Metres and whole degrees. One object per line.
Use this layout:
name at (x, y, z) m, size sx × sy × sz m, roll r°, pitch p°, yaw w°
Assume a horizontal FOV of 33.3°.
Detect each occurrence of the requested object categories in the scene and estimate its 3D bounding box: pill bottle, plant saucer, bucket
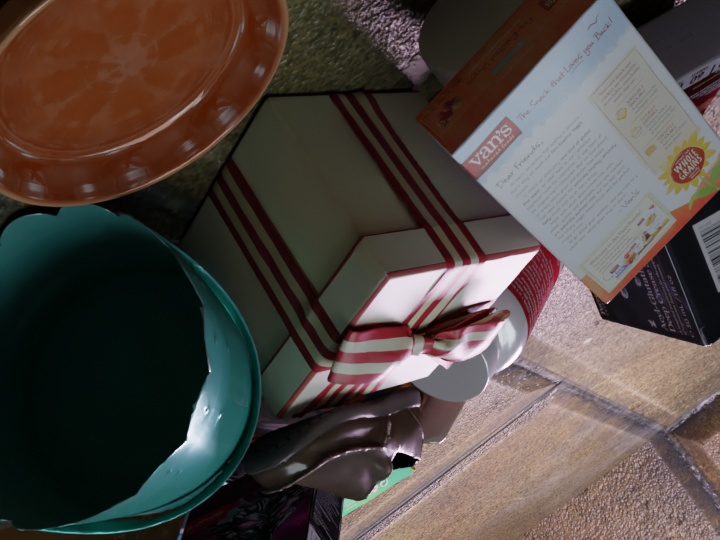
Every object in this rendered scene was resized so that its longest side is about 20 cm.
pill bottle at (0.128, -0.121, 0.869) m, size 0.111 × 0.111 × 0.200 m, roll -39°, pitch 135°, yaw 12°
plant saucer at (-0.134, -0.114, 0.683) m, size 0.200 × 0.032 × 0.201 m, roll -29°, pitch 157°, yaw -13°
pill bottle at (0.106, 0.018, 1.058) m, size 0.200 × 0.112 × 0.112 m, roll -55°, pitch 177°, yaw -45°
bucket at (-0.169, 0.071, 0.794) m, size 0.207 × 0.208 × 0.135 m, roll -36°, pitch 162°, yaw 4°

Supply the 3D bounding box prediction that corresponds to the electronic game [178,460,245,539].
electronic game at (-0.138, 0.182, 1.083) m, size 0.199 × 0.042 × 0.201 m, roll -6°, pitch 123°, yaw -10°

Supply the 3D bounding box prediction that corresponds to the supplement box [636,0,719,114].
supplement box at (0.256, -0.152, 1.065) m, size 0.108 × 0.061 × 0.200 m, roll -30°, pitch 165°, yaw -11°

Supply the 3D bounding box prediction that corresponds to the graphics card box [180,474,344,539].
graphics card box at (-0.079, 0.214, 0.900) m, size 0.125 × 0.051 × 0.200 m, roll -25°, pitch -162°, yaw 12°

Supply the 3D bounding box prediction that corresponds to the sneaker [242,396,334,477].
sneaker at (-0.093, 0.159, 1.016) m, size 0.199 × 0.078 × 0.112 m, roll 22°, pitch 105°, yaw -26°

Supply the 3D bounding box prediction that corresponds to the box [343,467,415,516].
box at (-0.033, 0.181, 1.258) m, size 0.117 × 0.200 × 0.049 m, roll -30°, pitch 113°, yaw -10°

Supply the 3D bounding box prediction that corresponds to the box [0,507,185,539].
box at (-0.246, 0.205, 0.907) m, size 0.199 × 0.125 × 0.098 m, roll 22°, pitch 134°, yaw -10°

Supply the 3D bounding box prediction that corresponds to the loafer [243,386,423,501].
loafer at (-0.006, 0.136, 0.896) m, size 0.073 × 0.071 × 0.200 m, roll -24°, pitch 172°, yaw 35°

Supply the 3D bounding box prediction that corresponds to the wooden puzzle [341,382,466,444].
wooden puzzle at (0.026, 0.116, 1.183) m, size 0.199 × 0.046 × 0.185 m, roll -20°, pitch -158°, yaw 40°

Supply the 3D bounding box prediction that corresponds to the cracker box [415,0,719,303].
cracker box at (0.147, -0.083, 0.791) m, size 0.134 × 0.058 × 0.200 m, roll -46°, pitch 131°, yaw 7°

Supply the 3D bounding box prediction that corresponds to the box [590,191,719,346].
box at (0.295, -0.028, 1.167) m, size 0.107 × 0.149 × 0.200 m, roll -28°, pitch -168°, yaw -12°

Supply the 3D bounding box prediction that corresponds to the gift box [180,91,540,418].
gift box at (0.000, 0.000, 0.886) m, size 0.184 × 0.187 × 0.200 m, roll -13°, pitch 148°, yaw -39°

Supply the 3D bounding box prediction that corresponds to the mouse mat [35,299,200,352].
mouse mat at (-0.167, 0.072, 0.970) m, size 0.160 × 0.008 × 0.200 m, roll -17°, pitch 160°, yaw 9°
